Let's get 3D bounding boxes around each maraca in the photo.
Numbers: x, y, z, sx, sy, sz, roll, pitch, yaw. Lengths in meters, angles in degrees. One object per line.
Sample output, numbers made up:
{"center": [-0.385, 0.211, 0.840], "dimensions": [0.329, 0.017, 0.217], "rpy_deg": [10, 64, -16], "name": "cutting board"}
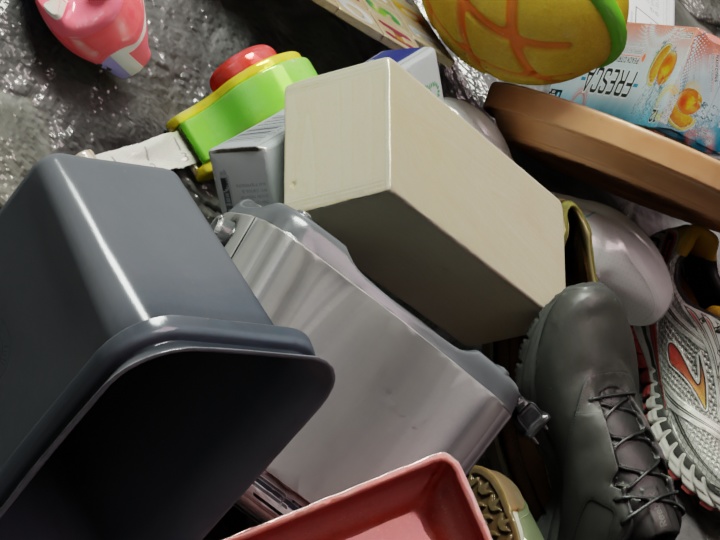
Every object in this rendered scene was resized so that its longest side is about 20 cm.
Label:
{"center": [0.085, -0.167, 1.656], "dimensions": [0.137, 0.200, 0.107], "rpy_deg": [47, 73, -20], "name": "maraca"}

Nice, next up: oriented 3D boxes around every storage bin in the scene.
{"center": [-0.120, 0.049, 1.254], "dimensions": [0.145, 0.200, 0.135], "rpy_deg": [6, 46, -44], "name": "storage bin"}

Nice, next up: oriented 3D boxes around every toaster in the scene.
{"center": [-0.018, 0.067, 1.377], "dimensions": [0.200, 0.130, 0.114], "rpy_deg": [38, -8, -17], "name": "toaster"}

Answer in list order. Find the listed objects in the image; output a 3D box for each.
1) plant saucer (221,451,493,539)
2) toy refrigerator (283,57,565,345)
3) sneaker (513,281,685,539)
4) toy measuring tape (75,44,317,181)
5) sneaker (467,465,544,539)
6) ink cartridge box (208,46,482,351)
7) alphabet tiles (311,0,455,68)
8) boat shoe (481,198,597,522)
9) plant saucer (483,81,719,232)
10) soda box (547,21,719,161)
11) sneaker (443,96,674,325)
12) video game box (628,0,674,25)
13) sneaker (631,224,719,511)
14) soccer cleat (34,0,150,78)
{"center": [-0.008, 0.210, 1.285], "dimensions": [0.199, 0.037, 0.201], "rpy_deg": [-20, 81, -21], "name": "plant saucer"}
{"center": [0.034, -0.031, 1.468], "dimensions": [0.200, 0.070, 0.076], "rpy_deg": [34, 49, -53], "name": "toy refrigerator"}
{"center": [0.135, 0.106, 1.494], "dimensions": [0.076, 0.091, 0.202], "rpy_deg": [-10, 101, -32], "name": "sneaker"}
{"center": [-0.072, -0.082, 1.518], "dimensions": [0.200, 0.073, 0.074], "rpy_deg": [-18, 73, -54], "name": "toy measuring tape"}
{"center": [0.092, 0.205, 1.462], "dimensions": [0.090, 0.067, 0.201], "rpy_deg": [26, 42, -43], "name": "sneaker"}
{"center": [0.000, 0.000, 1.522], "dimensions": [0.199, 0.040, 0.201], "rpy_deg": [-34, 116, -56], "name": "ink cartridge box"}
{"center": [-0.026, -0.187, 1.649], "dimensions": [0.167, 0.008, 0.200], "rpy_deg": [29, 17, -29], "name": "alphabet tiles"}
{"center": [0.109, 0.060, 1.562], "dimensions": [0.072, 0.068, 0.201], "rpy_deg": [-5, 81, -55], "name": "boat shoe"}
{"center": [0.166, -0.063, 1.702], "dimensions": [0.199, 0.033, 0.200], "rpy_deg": [23, 0, 0], "name": "plant saucer"}
{"center": [0.183, -0.110, 1.726], "dimensions": [0.063, 0.069, 0.200], "rpy_deg": [24, 0, -17], "name": "soda box"}
{"center": [0.097, -0.017, 1.661], "dimensions": [0.200, 0.070, 0.080], "rpy_deg": [33, 44, -12], "name": "sneaker"}
{"center": [0.135, -0.219, 1.892], "dimensions": [0.182, 0.047, 0.201], "rpy_deg": [36, 38, -24], "name": "video game box"}
{"center": [0.213, 0.063, 1.700], "dimensions": [0.078, 0.082, 0.201], "rpy_deg": [-1, 61, -48], "name": "sneaker"}
{"center": [-0.162, -0.195, 1.537], "dimensions": [0.077, 0.066, 0.201], "rpy_deg": [56, 12, -57], "name": "soccer cleat"}
